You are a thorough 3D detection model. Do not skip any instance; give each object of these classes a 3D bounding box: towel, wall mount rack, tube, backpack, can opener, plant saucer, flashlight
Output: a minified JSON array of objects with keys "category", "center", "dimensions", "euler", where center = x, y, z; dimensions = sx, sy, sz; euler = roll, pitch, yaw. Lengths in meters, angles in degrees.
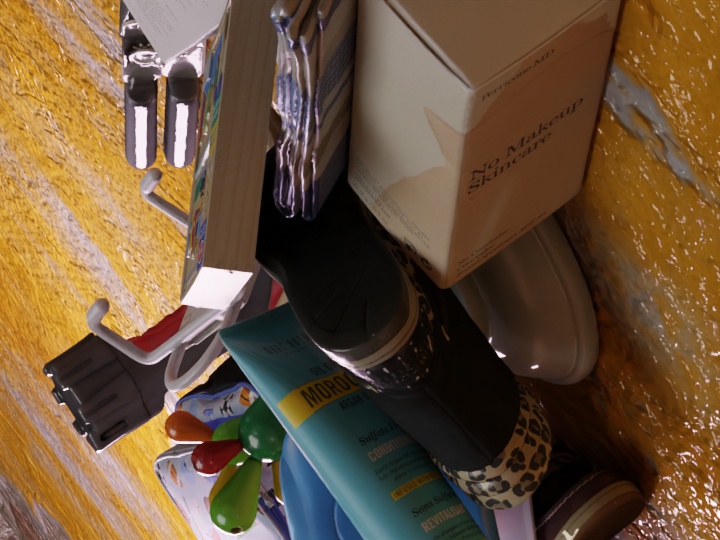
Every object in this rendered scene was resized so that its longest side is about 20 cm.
[{"category":"towel","center":[0.000,-0.120,1.331],"dimensions":[0.024,0.147,0.200],"euler":[26,158,10]},{"category":"wall mount rack","center":[-0.081,-0.035,1.692],"dimensions":[0.074,0.201,0.174],"euler":[35,135,-18]},{"category":"tube","center":[0.008,0.100,1.485],"dimensions":[0.200,0.077,0.050],"euler":[54,128,14]},{"category":"backpack","center":[-0.029,0.140,1.917],"dimensions":[0.191,0.154,0.200],"euler":[48,162,-10]},{"category":"can opener","center":[-0.127,-0.131,1.866],"dimensions":[0.200,0.053,0.067],"euler":[103,163,-69]},{"category":"plant saucer","center":[0.047,-0.015,1.555],"dimensions":[0.200,0.050,0.200],"euler":[49,162,22]},{"category":"flashlight","center":[-0.101,0.024,1.786],"dimensions":[0.068,0.199,0.068],"euler":[36,154,51]}]

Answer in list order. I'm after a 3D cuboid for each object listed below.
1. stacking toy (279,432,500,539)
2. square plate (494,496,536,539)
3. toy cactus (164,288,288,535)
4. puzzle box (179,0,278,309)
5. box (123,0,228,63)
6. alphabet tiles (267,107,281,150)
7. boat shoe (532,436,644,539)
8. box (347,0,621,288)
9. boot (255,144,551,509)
[{"category":"stacking toy","center":[0.015,0.115,1.615],"dimensions":[0.200,0.109,0.117],"euler":[-87,-15,-83]},{"category":"square plate","center":[0.064,0.167,1.659],"dimensions":[0.198,0.028,0.201],"euler":[146,119,-77]},{"category":"toy cactus","center":[-0.038,0.049,1.655],"dimensions":[0.102,0.200,0.165],"euler":[32,146,15]},{"category":"puzzle box","center":[-0.064,-0.054,1.414],"dimensions":[0.200,0.025,0.134],"euler":[137,139,-81]},{"category":"box","center":[-0.073,-0.194,1.472],"dimensions":[0.125,0.097,0.200],"euler":[58,164,-5]},{"category":"alphabet tiles","center":[0.000,0.000,1.637],"dimensions":[0.168,0.008,0.200],"euler":[66,-170,28]},{"category":"boat shoe","center":[0.105,0.133,1.643],"dimensions":[0.072,0.072,0.200],"euler":[53,170,7]},{"category":"box","center":[0.053,-0.083,1.330],"dimensions":[0.078,0.095,0.200],"euler":[49,164,18]},{"category":"boot","center":[0.017,0.023,1.485],"dimensions":[0.154,0.073,0.204],"euler":[48,-170,-33]}]
